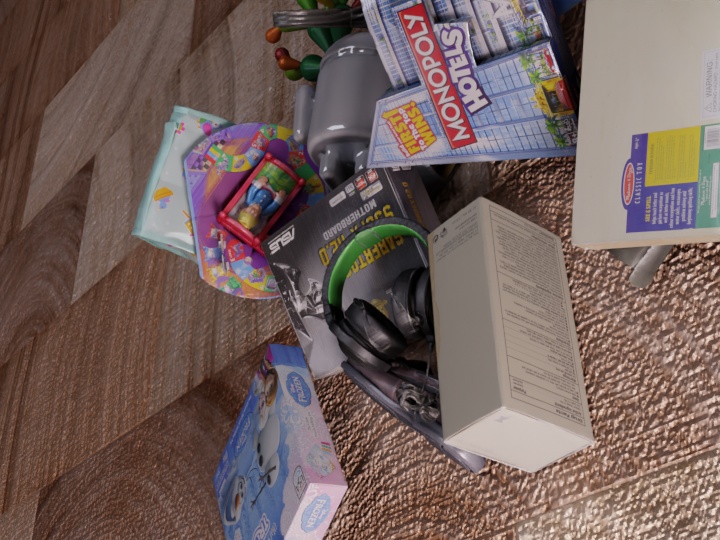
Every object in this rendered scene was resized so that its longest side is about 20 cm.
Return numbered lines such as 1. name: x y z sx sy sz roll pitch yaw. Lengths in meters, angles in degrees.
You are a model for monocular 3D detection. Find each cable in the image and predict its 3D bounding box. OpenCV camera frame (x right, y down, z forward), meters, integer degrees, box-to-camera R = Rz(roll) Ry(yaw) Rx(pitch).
1. cable: 0.005 -0.285 1.201 0.097 0.200 0.050 -101 13 -72

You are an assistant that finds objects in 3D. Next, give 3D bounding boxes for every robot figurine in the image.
1. robot figurine: 0.004 -0.176 1.215 0.169 0.113 0.200 1 66 17

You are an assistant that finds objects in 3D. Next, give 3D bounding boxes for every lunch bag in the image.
1. lunch bag: -0.163 -0.085 1.323 0.122 0.200 0.171 9 79 57

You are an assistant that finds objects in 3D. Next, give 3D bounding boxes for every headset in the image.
1. headset: 0.027 0.040 0.969 0.123 0.094 0.200 -31 58 18

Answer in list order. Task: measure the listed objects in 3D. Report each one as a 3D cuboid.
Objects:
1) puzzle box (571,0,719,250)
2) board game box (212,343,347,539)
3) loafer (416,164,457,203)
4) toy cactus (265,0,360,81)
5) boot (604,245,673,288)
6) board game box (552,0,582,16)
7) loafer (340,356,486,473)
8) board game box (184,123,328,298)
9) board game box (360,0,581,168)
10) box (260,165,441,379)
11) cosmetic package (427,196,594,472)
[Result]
1. puzzle box: 0.221 -0.117 0.824 0.133 0.025 0.200 -2 80 48
2. board game box: -0.088 0.214 1.125 0.200 0.043 0.199 -66 29 29
3. loafer: 0.059 -0.102 1.130 0.072 0.073 0.200 28 95 54
4. toy cactus: -0.036 -0.276 1.372 0.200 0.102 0.165 -42 63 42
5. boot: 0.210 -0.094 0.902 0.138 0.077 0.200 -58 31 22
6. board game box: 0.223 -0.305 1.045 0.158 0.039 0.200 -52 24 19
7. loafer: 0.058 0.113 1.007 0.063 0.072 0.200 -50 38 -7
8. board game box: -0.108 -0.070 1.240 0.039 0.158 0.200 149 113 -78
9. board game box: 0.078 -0.173 0.973 0.200 0.200 0.062 -16 21 27
10. box: 0.000 0.000 1.104 0.200 0.048 0.159 -32 75 42
11. cosmetic package: 0.119 0.051 0.911 0.073 0.103 0.200 -36 41 40
